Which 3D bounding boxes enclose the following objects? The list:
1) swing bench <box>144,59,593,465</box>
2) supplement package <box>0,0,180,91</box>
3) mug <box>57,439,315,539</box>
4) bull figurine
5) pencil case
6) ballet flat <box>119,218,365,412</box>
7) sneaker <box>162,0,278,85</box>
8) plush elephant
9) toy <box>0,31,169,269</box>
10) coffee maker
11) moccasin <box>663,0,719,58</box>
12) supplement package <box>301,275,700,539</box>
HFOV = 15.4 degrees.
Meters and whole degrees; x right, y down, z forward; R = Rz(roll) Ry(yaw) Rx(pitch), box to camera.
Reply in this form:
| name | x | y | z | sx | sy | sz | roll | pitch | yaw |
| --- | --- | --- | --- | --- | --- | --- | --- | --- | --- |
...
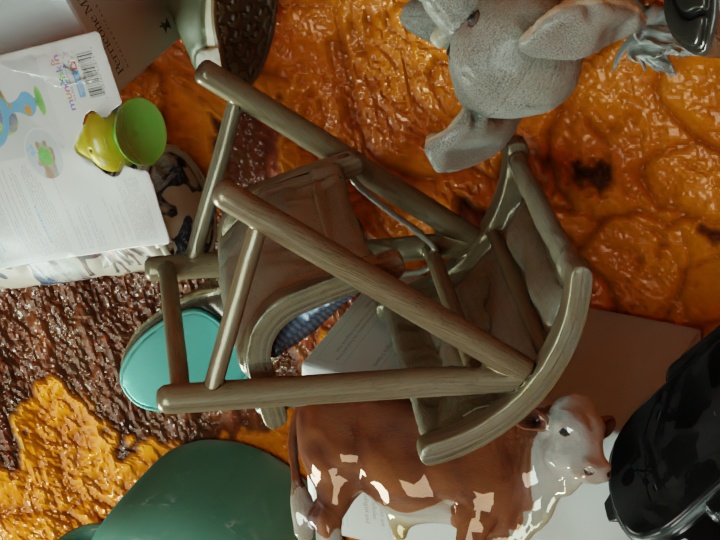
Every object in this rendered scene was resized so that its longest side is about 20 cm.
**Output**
| name | x | y | z | sx | sy | sz | roll | pitch | yaw |
| --- | --- | --- | --- | --- | --- | --- | --- | --- | --- |
| swing bench | 0.000 | 0.000 | 1.388 | 0.199 | 0.199 | 0.130 | 13 | 109 | -11 |
| supplement package | -0.213 | -0.185 | 1.498 | 0.155 | 0.111 | 0.201 | -17 | 110 | 35 |
| mug | -0.108 | 0.206 | 1.680 | 0.152 | 0.114 | 0.185 | 48 | 128 | -6 |
| bull figurine | 0.047 | 0.116 | 1.414 | 0.199 | 0.065 | 0.122 | 8 | 88 | 33 |
| pencil case | -0.180 | -0.026 | 1.592 | 0.199 | 0.089 | 0.078 | -7 | 115 | 30 |
| ballet flat | -0.064 | 0.023 | 1.575 | 0.200 | 0.065 | 0.071 | -31 | 102 | 38 |
| sneaker | -0.099 | -0.200 | 1.462 | 0.089 | 0.067 | 0.201 | 15 | 125 | 28 |
| plush elephant | 0.071 | -0.140 | 1.344 | 0.200 | 0.155 | 0.165 | 41 | 129 | 0 |
| toy | -0.173 | -0.065 | 1.442 | 0.199 | 0.047 | 0.116 | -6 | 107 | 48 |
| coffee maker | 0.255 | 0.106 | 1.386 | 0.200 | 0.135 | 0.192 | 36 | 92 | -32 |
| moccasin | 0.193 | -0.198 | 1.269 | 0.074 | 0.077 | 0.203 | -138 | 41 | -56 |
| supplement package | 0.081 | 0.090 | 1.507 | 0.199 | 0.117 | 0.118 | 11 | 123 | 23 |
